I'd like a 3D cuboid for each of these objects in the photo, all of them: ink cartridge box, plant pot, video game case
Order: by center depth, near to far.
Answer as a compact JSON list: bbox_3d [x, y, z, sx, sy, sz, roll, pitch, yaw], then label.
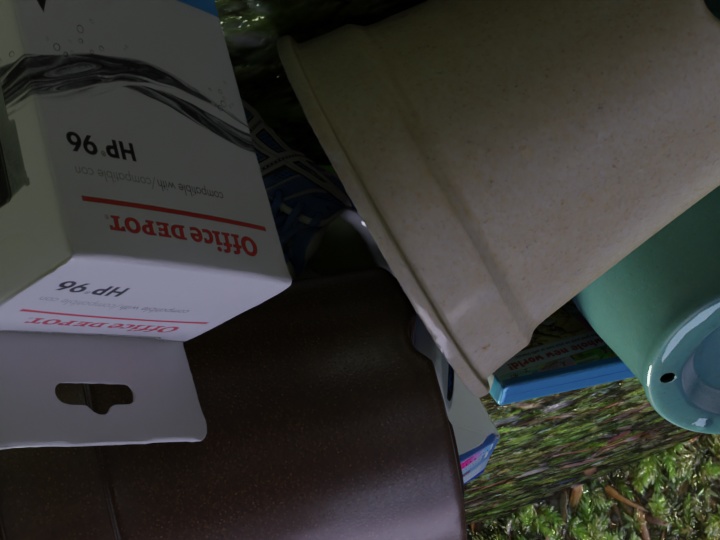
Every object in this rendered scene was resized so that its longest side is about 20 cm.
[{"bbox_3d":[-0.098,-0.040,0.484,0.068,0.201,0.116,-27,160,32],"label":"ink cartridge box"},{"bbox_3d":[-0.064,0.094,0.600,0.197,0.202,0.200,-13,163,-9],"label":"plant pot"},{"bbox_3d":[0.087,-0.071,0.624,0.183,0.201,0.200,-30,161,6],"label":"plant pot"},{"bbox_3d":[0.203,-0.017,0.740,0.198,0.189,0.201,-5,137,-5],"label":"plant pot"},{"bbox_3d":[0.104,0.005,0.847,0.142,0.200,0.018,-8,130,-25],"label":"video game case"},{"bbox_3d":[0.042,0.111,1.024,0.076,0.137,0.200,-28,164,-6],"label":"ink cartridge box"}]

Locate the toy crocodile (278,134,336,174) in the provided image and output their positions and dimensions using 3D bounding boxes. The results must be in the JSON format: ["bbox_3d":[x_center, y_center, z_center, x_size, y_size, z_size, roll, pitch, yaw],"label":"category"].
[{"bbox_3d":[-0.096,-0.035,0.731,0.198,0.068,0.062,-7,164,-24],"label":"toy crocodile"}]

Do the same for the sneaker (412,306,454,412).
[{"bbox_3d":[0.000,0.000,0.779,0.111,0.201,0.073,-4,137,10],"label":"sneaker"}]

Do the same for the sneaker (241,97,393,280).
[{"bbox_3d":[-0.052,-0.040,0.650,0.199,0.077,0.076,24,99,-35],"label":"sneaker"}]
